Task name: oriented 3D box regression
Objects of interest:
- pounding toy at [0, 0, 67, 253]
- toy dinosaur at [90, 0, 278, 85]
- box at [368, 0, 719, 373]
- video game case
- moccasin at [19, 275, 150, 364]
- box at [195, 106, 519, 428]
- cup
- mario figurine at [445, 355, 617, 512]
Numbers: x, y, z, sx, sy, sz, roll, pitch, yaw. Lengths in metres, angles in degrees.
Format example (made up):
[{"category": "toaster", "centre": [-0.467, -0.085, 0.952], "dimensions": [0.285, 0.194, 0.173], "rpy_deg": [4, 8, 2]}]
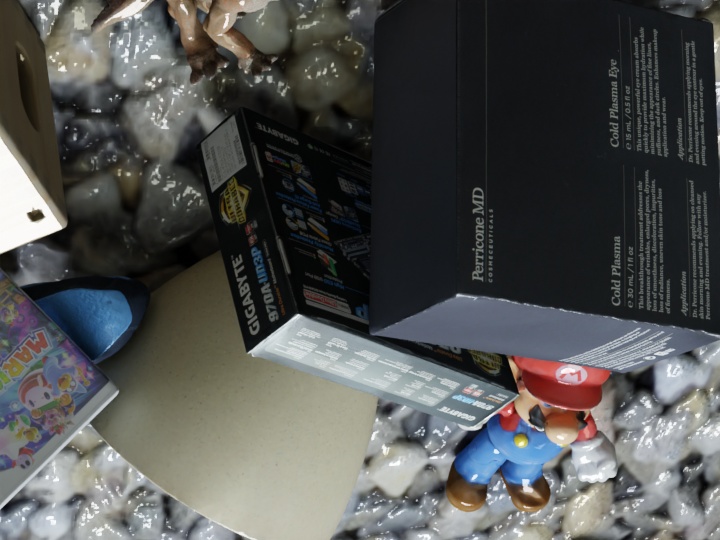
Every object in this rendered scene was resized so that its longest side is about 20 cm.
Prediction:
[{"category": "pounding toy", "centre": [-0.258, -0.047, 1.046], "dimensions": [0.184, 0.200, 0.142], "rpy_deg": [-21, 137, 6]}, {"category": "toy dinosaur", "centre": [-0.081, -0.180, 1.037], "dimensions": [0.200, 0.086, 0.136], "rpy_deg": [1, 134, 44]}, {"category": "box", "centre": [0.107, -0.056, 1.127], "dimensions": [0.182, 0.200, 0.104], "rpy_deg": [10, 161, -27]}, {"category": "video game case", "centre": [-0.263, 0.050, 1.140], "dimensions": [0.143, 0.200, 0.018], "rpy_deg": [-45, -179, -15]}, {"category": "moccasin", "centre": [-0.218, 0.049, 1.224], "dimensions": [0.200, 0.068, 0.081], "rpy_deg": [-9, 101, 25]}, {"category": "box", "centre": [0.000, 0.000, 1.183], "dimensions": [0.200, 0.159, 0.046], "rpy_deg": [21, 131, -42]}, {"category": "cup", "centre": [-0.064, 0.063, 1.244], "dimensions": [0.200, 0.200, 0.143], "rpy_deg": [26, 104, -36]}, {"category": "mario figurine", "centre": [0.126, 0.120, 1.396], "dimensions": [0.123, 0.106, 0.200], "rpy_deg": [-33, 157, -35]}]
